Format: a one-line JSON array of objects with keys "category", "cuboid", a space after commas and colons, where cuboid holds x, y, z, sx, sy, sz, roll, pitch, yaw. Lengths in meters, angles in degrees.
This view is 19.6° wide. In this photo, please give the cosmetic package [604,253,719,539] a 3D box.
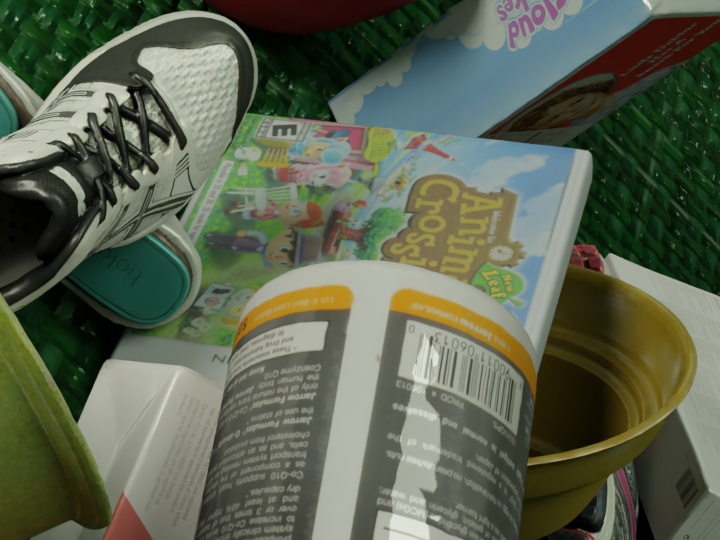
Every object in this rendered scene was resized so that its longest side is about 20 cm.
[{"category": "cosmetic package", "cuboid": [0.176, 0.078, 1.109, 0.082, 0.051, 0.200, 19, 30, -22]}]

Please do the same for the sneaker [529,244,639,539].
[{"category": "sneaker", "cuboid": [0.102, 0.077, 1.073, 0.075, 0.080, 0.200, 43, 42, -46]}]

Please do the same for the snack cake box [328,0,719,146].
[{"category": "snack cake box", "cuboid": [0.094, -0.111, 1.089, 0.115, 0.200, 0.067, -9, 70, -51]}]

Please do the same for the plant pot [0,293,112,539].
[{"category": "plant pot", "cuboid": [-0.210, 0.049, 0.633, 0.190, 0.200, 0.200, -35, 91, -17]}]

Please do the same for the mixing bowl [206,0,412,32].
[{"category": "mixing bowl", "cuboid": [-0.039, -0.195, 1.061, 0.200, 0.108, 0.200, 25, 44, -27]}]

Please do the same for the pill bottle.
[{"category": "pill bottle", "cuboid": [-0.003, 0.106, 0.737, 0.116, 0.116, 0.200, 30, 54, -30]}]

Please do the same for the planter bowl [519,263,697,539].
[{"category": "planter bowl", "cuboid": [0.055, 0.072, 0.974, 0.200, 0.200, 0.084, -43, 138, -52]}]

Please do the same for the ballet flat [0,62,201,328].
[{"category": "ballet flat", "cuboid": [-0.150, -0.051, 0.897, 0.200, 0.069, 0.070, 41, 40, -18]}]

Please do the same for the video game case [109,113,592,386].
[{"category": "video game case", "cuboid": [0.000, 0.000, 0.951, 0.200, 0.182, 0.022, -68, 161, -48]}]

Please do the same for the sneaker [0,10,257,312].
[{"category": "sneaker", "cuboid": [-0.111, -0.032, 0.825, 0.200, 0.088, 0.076, -41, 104, -16]}]

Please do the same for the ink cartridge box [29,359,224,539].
[{"category": "ink cartridge box", "cuboid": [-0.033, 0.130, 0.851, 0.200, 0.067, 0.117, 31, 73, -30]}]
